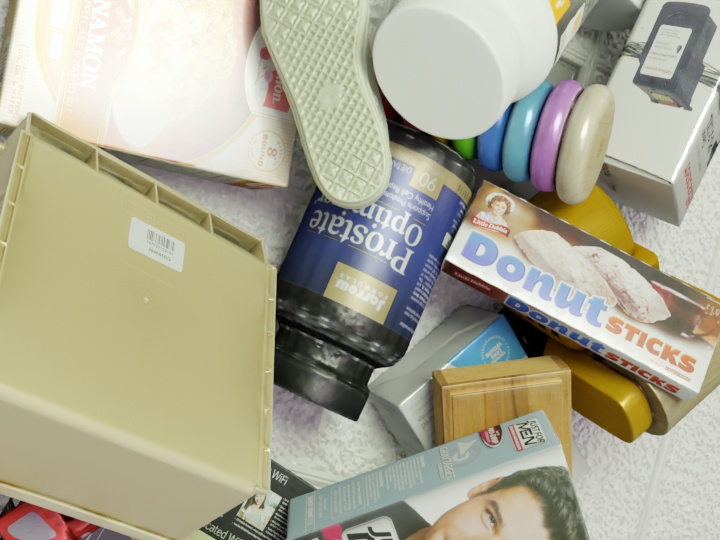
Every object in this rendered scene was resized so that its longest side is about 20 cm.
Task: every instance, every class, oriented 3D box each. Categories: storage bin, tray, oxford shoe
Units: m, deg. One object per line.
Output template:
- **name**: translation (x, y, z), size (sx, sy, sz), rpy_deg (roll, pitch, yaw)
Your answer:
- **storage bin**: translation (-0.156, 0.037, 0.634), size (0.198, 0.093, 0.201), rpy_deg (29, 42, -34)
- **tray**: translation (0.110, 0.171, 0.782), size (0.097, 0.037, 0.204), rpy_deg (-6, 105, -7)
- **oxford shoe**: translation (-0.022, -0.138, 0.694), size (0.074, 0.058, 0.204), rpy_deg (-13, 86, 5)

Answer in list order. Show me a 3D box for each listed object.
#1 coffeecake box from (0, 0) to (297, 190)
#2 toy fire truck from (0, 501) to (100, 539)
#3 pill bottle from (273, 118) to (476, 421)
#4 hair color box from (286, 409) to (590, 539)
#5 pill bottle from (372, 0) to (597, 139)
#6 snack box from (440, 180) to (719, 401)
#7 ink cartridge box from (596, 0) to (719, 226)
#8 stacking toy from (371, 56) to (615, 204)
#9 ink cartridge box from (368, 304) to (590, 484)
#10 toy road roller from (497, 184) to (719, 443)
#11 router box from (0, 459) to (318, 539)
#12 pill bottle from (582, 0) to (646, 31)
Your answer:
- **coffeecake box**: translation (-0.137, -0.151, 0.705), size (0.197, 0.073, 0.157), rpy_deg (10, 89, -26)
- **toy fire truck**: translation (-0.262, 0.107, 0.645), size (0.140, 0.049, 0.202), rpy_deg (-31, 91, -12)
- **pill bottle**: translation (0.000, 0.000, 0.759), size (0.111, 0.111, 0.203), rpy_deg (26, 82, -24)
- **hair color box**: translation (0.056, 0.185, 0.730), size (0.197, 0.061, 0.101), rpy_deg (-20, 105, 3)
- **pill bottle**: translation (0.094, -0.184, 0.697), size (0.117, 0.115, 0.201), rpy_deg (51, 50, -19)
- **snack box**: translation (0.159, 0.013, 0.738), size (0.198, 0.024, 0.073), rpy_deg (28, 68, 4)
- **ink cartridge box**: translation (0.259, -0.153, 0.832), size (0.203, 0.083, 0.145), rpy_deg (-64, 158, -1)
- **stacking toy**: translation (0.082, -0.115, 0.765), size (0.086, 0.197, 0.086), rpy_deg (-50, 151, -43)
- **ink cartridge box**: translation (0.107, 0.145, 0.843), size (0.115, 0.066, 0.202), rpy_deg (-38, 108, -17)
- **toy road roller**: translation (0.182, 0.018, 0.799), size (0.122, 0.199, 0.147), rpy_deg (-36, 129, -17)
- **router box**: translation (-0.141, 0.179, 0.739), size (0.199, 0.052, 0.159), rpy_deg (38, 78, -22)
- **pill bottle**: translation (0.211, -0.307, 0.831), size (0.112, 0.113, 0.203), rpy_deg (21, 85, -24)
